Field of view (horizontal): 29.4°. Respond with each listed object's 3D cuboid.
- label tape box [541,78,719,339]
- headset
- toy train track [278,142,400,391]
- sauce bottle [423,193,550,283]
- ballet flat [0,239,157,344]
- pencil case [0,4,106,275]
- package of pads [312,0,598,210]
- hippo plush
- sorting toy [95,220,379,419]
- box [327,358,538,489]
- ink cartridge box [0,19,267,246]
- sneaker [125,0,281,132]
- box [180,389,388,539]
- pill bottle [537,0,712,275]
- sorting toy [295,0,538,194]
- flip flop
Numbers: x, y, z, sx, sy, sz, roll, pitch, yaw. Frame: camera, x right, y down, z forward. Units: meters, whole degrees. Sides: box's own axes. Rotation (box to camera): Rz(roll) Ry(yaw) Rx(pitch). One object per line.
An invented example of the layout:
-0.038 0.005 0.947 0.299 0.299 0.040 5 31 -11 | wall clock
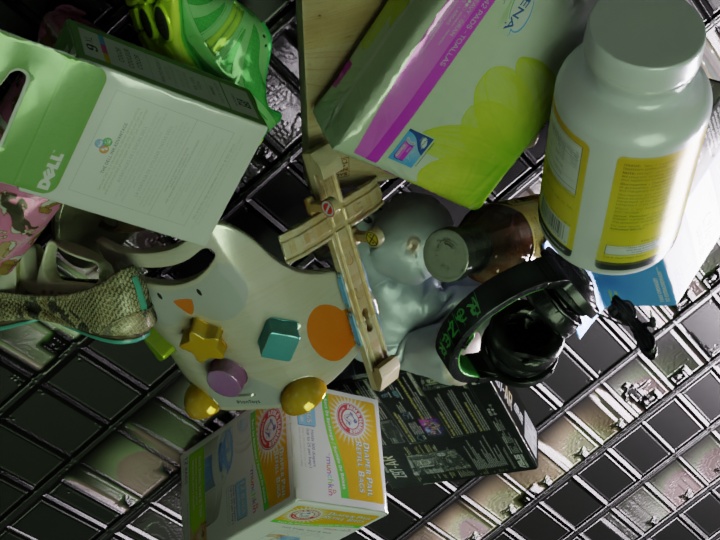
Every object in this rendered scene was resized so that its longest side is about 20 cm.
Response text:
0.247 -0.045 1.161 0.201 0.063 0.145 -53 142 -18 | label tape box
0.152 0.047 1.091 0.198 0.095 0.124 -8 143 -39 | headset
0.000 0.000 1.062 0.114 0.032 0.203 -33 116 -39 | toy train track
0.115 -0.025 1.107 0.066 0.066 0.199 -54 160 23 | sauce bottle
-0.238 0.013 1.067 0.068 0.198 0.077 -25 111 -50 | ballet flat
-0.240 -0.093 0.999 0.086 0.083 0.200 32 111 -21 | pencil case
0.083 -0.152 1.010 0.153 0.069 0.201 20 118 -35 | package of pads
0.035 -0.006 1.190 0.198 0.160 0.163 -1 123 33 | hippo plush
-0.117 0.025 1.081 0.197 0.108 0.181 -6 139 30 | sorting toy
0.069 0.133 1.316 0.158 0.044 0.201 -11 138 21 | box
-0.173 -0.098 0.926 0.198 0.060 0.105 17 117 -32 | ink cartridge box
-0.113 -0.176 1.000 0.083 0.074 0.202 -36 128 -26 | sneaker
-0.074 0.194 1.253 0.100 0.114 0.199 14 147 -33 | box
0.190 -0.098 0.987 0.110 0.113 0.201 -15 143 -12 | pill bottle
0.042 -0.178 1.066 0.197 0.070 0.201 -13 132 -14 | sorting toy
-0.160 -0.071 1.072 0.199 0.058 0.081 -35 134 7 | flip flop
